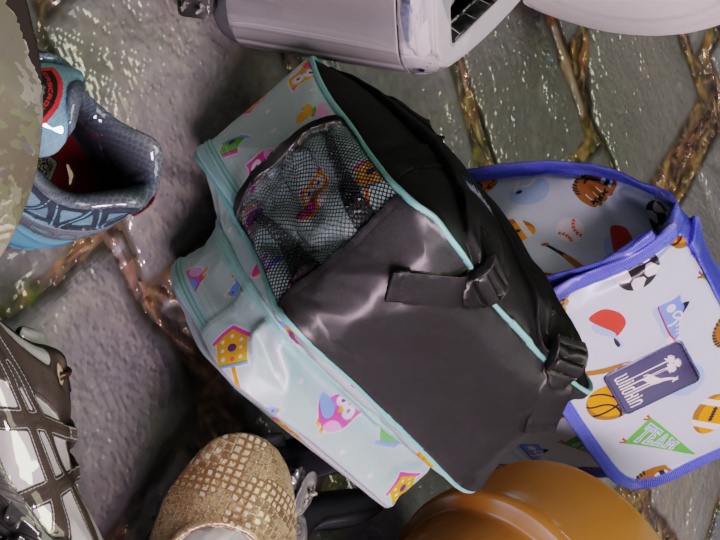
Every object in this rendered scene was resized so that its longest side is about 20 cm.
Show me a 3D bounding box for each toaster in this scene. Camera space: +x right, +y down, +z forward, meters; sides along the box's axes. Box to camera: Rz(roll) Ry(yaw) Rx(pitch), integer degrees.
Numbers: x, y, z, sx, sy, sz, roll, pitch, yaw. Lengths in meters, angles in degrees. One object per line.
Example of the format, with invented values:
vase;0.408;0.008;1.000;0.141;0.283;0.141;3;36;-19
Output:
toaster;0.010;-0.174;0.948;0.200;0.128;0.115;-46;142;-46

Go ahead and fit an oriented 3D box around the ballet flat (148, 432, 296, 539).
ballet flat;-0.073;0.172;0.815;0.065;0.070;0.202;-129;-125;-81

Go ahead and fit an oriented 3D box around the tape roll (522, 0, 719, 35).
tape roll;0.167;-0.257;1.133;0.203;0.201;0.140;44;52;-43

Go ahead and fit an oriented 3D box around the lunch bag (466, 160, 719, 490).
lunch bag;0.118;0.032;1.037;0.170;0.199;0.124;54;46;-37

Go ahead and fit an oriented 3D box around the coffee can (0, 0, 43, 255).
coffee can;-0.219;-0.049;0.577;0.146;0.199;0.148;6;82;-53

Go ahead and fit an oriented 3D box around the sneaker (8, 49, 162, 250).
sneaker;-0.155;-0.077;0.756;0.200;0.095;0.080;34;60;-48

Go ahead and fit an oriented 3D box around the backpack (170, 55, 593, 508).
backpack;0.000;0.000;0.903;0.176;0.153;0.201;40;19;-38

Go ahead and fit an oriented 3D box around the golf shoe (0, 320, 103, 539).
golf shoe;-0.141;0.075;0.779;0.095;0.077;0.201;-57;132;-40

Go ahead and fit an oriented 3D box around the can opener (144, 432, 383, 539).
can opener;-0.033;0.109;0.935;0.200;0.078;0.064;-11;102;-65

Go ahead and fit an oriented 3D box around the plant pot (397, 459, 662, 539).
plant pot;0.046;0.217;0.947;0.182;0.199;0.202;-14;99;-38
